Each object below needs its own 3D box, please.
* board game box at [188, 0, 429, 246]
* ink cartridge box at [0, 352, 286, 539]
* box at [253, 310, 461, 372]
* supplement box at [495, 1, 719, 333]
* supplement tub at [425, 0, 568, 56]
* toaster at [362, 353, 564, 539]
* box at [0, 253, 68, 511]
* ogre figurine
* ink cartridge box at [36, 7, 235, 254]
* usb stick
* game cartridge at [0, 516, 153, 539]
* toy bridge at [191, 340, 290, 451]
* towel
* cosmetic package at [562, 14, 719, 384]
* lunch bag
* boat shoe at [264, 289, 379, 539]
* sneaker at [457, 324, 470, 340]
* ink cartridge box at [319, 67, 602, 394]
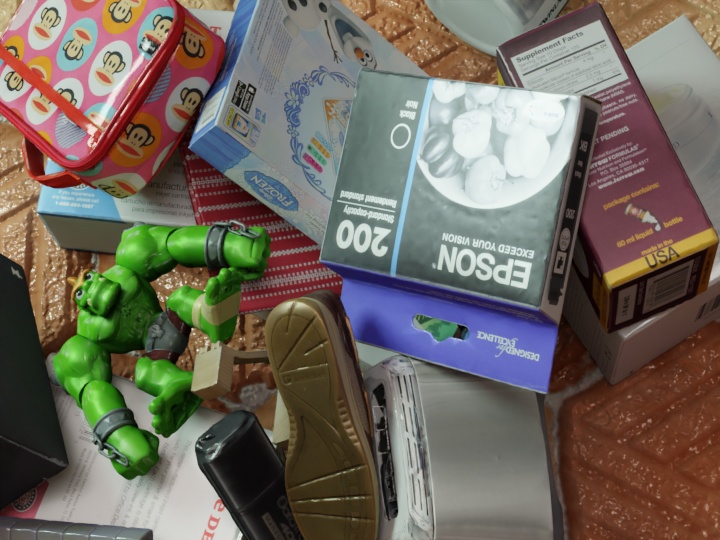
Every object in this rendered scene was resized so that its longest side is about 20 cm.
[{"bbox_3d":[-0.026,-0.121,1.185,0.198,0.043,0.202,36,47,-25],"label":"board game box"},{"bbox_3d":[-0.173,0.171,1.159,0.198,0.083,0.148,18,72,10],"label":"ink cartridge box"},{"bbox_3d":[0.000,0.000,1.236,0.198,0.036,0.145,27,74,11],"label":"box"},{"bbox_3d":[0.174,-0.073,1.081,0.085,0.111,0.202,-22,69,-1],"label":"supplement box"},{"bbox_3d":[0.149,-0.293,1.287,0.122,0.123,0.201,33,76,14],"label":"supplement tub"},{"bbox_3d":[0.068,0.137,1.120,0.128,0.113,0.203,2,72,-25],"label":"toaster"},{"bbox_3d":[-0.345,0.098,1.121,0.197,0.123,0.201,-34,52,13],"label":"box"},{"bbox_3d":[-0.159,0.045,1.124,0.119,0.098,0.202,21,95,27],"label":"ogre figurine"},{"bbox_3d":[-0.179,-0.120,1.266,0.142,0.085,0.203,6,69,6],"label":"ink cartridge box"},{"bbox_3d":[-0.059,0.189,1.103,0.055,0.201,0.032,-41,30,-23],"label":"usb stick"},{"bbox_3d":[-0.213,0.284,1.098,0.128,0.038,0.203,3,98,18],"label":"game cartridge"},{"bbox_3d":[-0.049,0.102,1.135,0.027,0.199,0.068,-21,50,33],"label":"toy bridge"},{"bbox_3d":[-0.071,-0.068,1.205,0.143,0.022,0.203,-10,77,-21],"label":"towel"},{"bbox_3d":[0.229,-0.057,1.196,0.198,0.123,0.201,-31,69,-8],"label":"cosmetic package"},{"bbox_3d":[-0.209,-0.148,1.165,0.199,0.082,0.177,36,94,43],"label":"lunch bag"},{"bbox_3d":[-0.017,0.113,1.086,0.071,0.072,0.203,-9,98,27],"label":"boat shoe"},{"bbox_3d":[0.080,-0.015,1.147,0.077,0.066,0.201,6,40,-23],"label":"sneaker"},{"bbox_3d":[0.062,-0.033,1.053,0.196,0.043,0.203,12,93,38],"label":"ink cartridge box"}]
